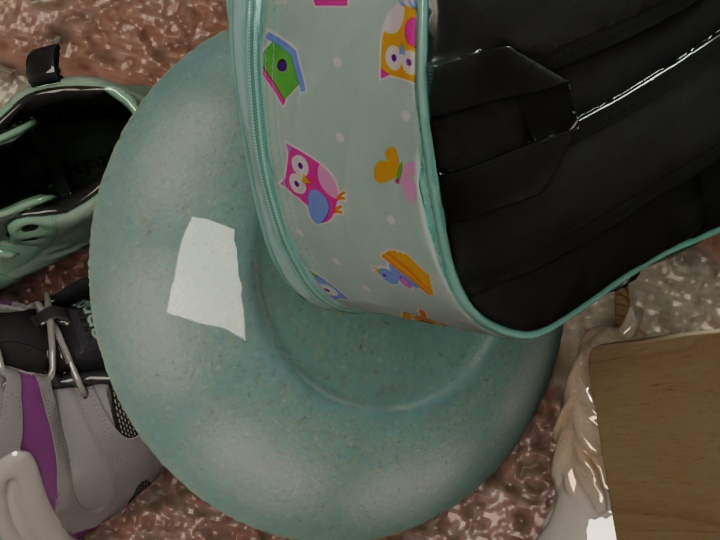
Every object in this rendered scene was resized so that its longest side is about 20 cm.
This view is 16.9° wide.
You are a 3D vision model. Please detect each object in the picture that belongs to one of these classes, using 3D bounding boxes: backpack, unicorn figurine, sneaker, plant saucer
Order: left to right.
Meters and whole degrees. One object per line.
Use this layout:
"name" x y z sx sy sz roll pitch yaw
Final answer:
"sneaker" -0.161 -0.024 0.917 0.200 0.118 0.074 -25 85 5
"sneaker" -0.124 0.024 0.882 0.140 0.200 0.078 -32 51 6
"plant saucer" 0.000 0.000 0.886 0.201 0.039 0.201 2 85 -27
"backpack" 0.042 -0.074 0.782 0.153 0.200 0.176 10 120 32
"unicorn figurine" 0.091 0.112 0.899 0.137 0.074 0.200 47 76 -10

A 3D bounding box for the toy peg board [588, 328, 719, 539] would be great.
"toy peg board" 0.180 0.111 0.792 0.098 0.200 0.199 -9 89 -25
